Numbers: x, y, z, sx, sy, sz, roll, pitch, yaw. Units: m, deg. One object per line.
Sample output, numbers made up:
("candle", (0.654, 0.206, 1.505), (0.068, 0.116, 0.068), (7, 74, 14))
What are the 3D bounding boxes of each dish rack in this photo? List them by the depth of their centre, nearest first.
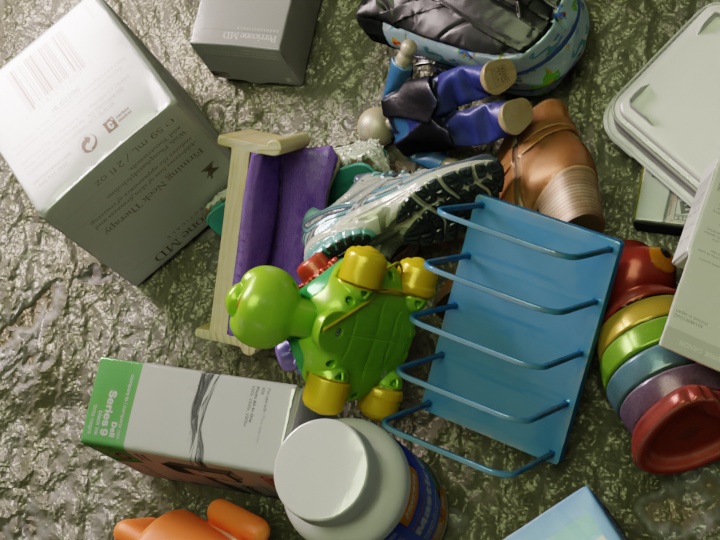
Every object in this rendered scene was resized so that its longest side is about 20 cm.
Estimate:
("dish rack", (0.331, -0.141, 1.331), (0.172, 0.044, 0.200), (-44, 65, -2))

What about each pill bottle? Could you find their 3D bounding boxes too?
("pill bottle", (-0.001, 0.189, 1.267), (0.111, 0.200, 0.114), (-6, 70, 16))

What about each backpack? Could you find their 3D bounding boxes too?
("backpack", (0.124, -0.251, 1.426), (0.199, 0.154, 0.164), (20, 72, 45))

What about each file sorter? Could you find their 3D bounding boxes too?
("file sorter", (0.115, 0.054, 1.253), (0.137, 0.122, 0.203), (20, 103, 24))

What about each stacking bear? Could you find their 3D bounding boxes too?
("stacking bear", (0.253, 0.060, 1.280), (0.114, 0.120, 0.202), (-48, 44, 38))

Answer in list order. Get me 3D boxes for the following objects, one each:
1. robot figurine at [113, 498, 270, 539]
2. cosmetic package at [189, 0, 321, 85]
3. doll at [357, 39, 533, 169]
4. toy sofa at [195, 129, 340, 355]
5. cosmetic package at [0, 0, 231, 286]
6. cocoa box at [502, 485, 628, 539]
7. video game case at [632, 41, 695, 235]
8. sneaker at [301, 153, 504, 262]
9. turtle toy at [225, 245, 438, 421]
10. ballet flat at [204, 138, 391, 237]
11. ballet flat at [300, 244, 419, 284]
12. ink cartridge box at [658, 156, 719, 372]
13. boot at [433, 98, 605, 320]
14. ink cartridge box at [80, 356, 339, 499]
("robot figurine", (-0.137, 0.288, 1.326), (0.198, 0.117, 0.144), (25, 56, 25))
("cosmetic package", (-0.097, -0.300, 1.539), (0.105, 0.090, 0.203), (5, 70, 17))
("doll", (0.069, -0.153, 1.409), (0.048, 0.138, 0.199), (-35, 16, -37))
("toy sofa", (-0.086, -0.028, 1.395), (0.096, 0.083, 0.203), (12, 103, 17))
("cosmetic package", (-0.240, -0.124, 1.461), (0.167, 0.200, 0.167), (-40, 63, 2))
("cocoa box", (0.147, 0.293, 1.218), (0.199, 0.131, 0.134), (-34, 64, 5))
("video game case", (0.359, -0.113, 1.349), (0.197, 0.026, 0.183), (8, 74, 21))
("sneaker", (0.032, -0.065, 1.348), (0.198, 0.078, 0.087), (-25, 47, 2))
("turtle toy", (-0.027, 0.043, 1.269), (0.100, 0.199, 0.148), (21, 95, 40))
("ballet flat", (-0.057, -0.081, 1.463), (0.198, 0.072, 0.073), (-14, 67, 21))
("ballet flat", (0.000, 0.000, 1.404), (0.200, 0.068, 0.068), (-41, 55, -14))
("ink cartridge box", (0.354, 0.025, 1.237), (0.198, 0.045, 0.178), (23, 74, -2))
("boot", (0.139, -0.052, 1.381), (0.199, 0.073, 0.156), (-36, 43, 27))
("ink cartridge box", (-0.130, 0.147, 1.356), (0.197, 0.146, 0.085), (7, 73, 21))
